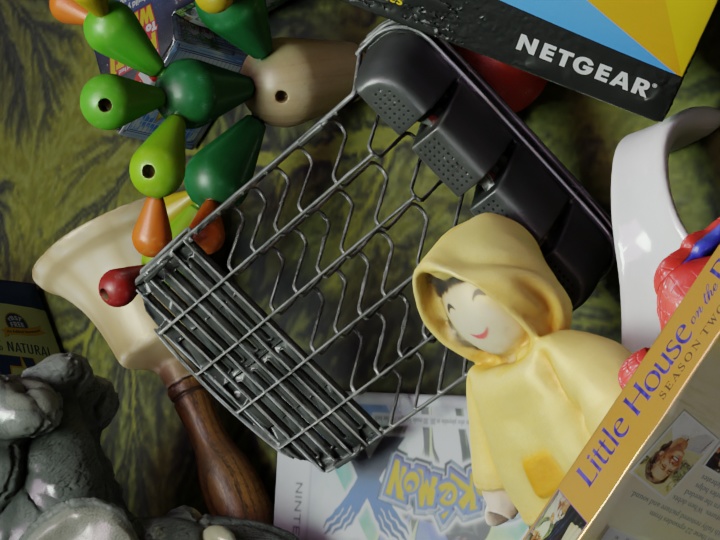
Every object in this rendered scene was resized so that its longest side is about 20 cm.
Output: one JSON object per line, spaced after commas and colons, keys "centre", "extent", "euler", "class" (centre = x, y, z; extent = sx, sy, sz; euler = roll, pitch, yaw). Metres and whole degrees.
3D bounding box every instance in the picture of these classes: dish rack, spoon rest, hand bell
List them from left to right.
{"centre": [-0.088, 0.069, 0.933], "extent": [0.104, 0.104, 0.201], "euler": [-36, 74, 33], "class": "hand bell"}
{"centre": [0.000, 0.000, 0.802], "extent": [0.153, 0.055, 0.200], "euler": [46, 121, -10], "class": "dish rack"}
{"centre": [0.142, 0.026, 0.726], "extent": [0.099, 0.060, 0.201], "euler": [-26, 66, 37], "class": "spoon rest"}

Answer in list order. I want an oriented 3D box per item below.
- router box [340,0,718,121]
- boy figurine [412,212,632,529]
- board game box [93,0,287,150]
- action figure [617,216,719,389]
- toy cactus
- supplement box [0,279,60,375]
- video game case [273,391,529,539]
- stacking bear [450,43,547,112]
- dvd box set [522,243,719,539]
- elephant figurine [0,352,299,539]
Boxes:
{"centre": [0.058, -0.163, 0.707], "extent": [0.199, 0.051, 0.150], "euler": [21, 130, 3], "class": "router box"}
{"centre": [0.082, 0.072, 0.717], "extent": [0.124, 0.064, 0.201], "euler": [-19, 91, 57], "class": "boy figurine"}
{"centre": [-0.090, -0.180, 0.971], "extent": [0.199, 0.062, 0.201], "euler": [-19, 72, 39], "class": "board game box"}
{"centre": [0.180, -0.014, 0.662], "extent": [0.200, 0.052, 0.066], "euler": [-36, 60, 1], "class": "action figure"}
{"centre": [-0.073, -0.088, 0.872], "extent": [0.102, 0.164, 0.201], "euler": [18, 114, 48], "class": "toy cactus"}
{"centre": [-0.267, 0.138, 1.036], "extent": [0.200, 0.134, 0.200], "euler": [-43, 57, 29], "class": "supplement box"}
{"centre": [0.031, 0.151, 0.835], "extent": [0.199, 0.022, 0.183], "euler": [-1, 83, 42], "class": "video game case"}
{"centre": [0.040, -0.167, 0.820], "extent": [0.113, 0.121, 0.201], "euler": [-17, 83, 18], "class": "stacking bear"}
{"centre": [0.159, 0.060, 0.633], "extent": [0.201, 0.146, 0.029], "euler": [-59, 31, 11], "class": "dvd box set"}
{"centre": [-0.123, 0.147, 0.849], "extent": [0.200, 0.141, 0.155], "euler": [46, 117, 22], "class": "elephant figurine"}
